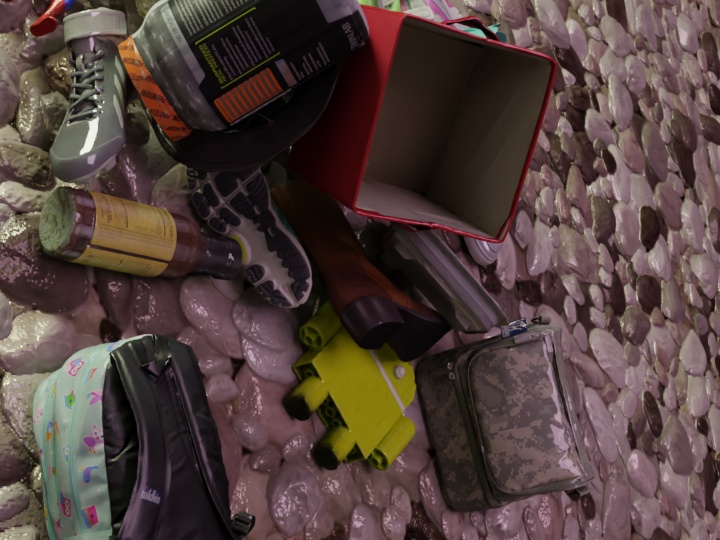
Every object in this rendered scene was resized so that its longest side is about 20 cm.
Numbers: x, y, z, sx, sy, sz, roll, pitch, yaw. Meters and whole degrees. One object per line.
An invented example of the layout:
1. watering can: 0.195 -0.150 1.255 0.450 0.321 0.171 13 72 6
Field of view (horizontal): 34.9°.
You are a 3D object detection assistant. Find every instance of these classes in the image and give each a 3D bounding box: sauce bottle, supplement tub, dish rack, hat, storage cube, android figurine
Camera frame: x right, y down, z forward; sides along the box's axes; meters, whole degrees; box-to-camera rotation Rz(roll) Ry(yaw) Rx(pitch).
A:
1. sauce bottle: -0.192 -0.025 1.031 0.198 0.064 0.066 16 64 -48
2. supplement tub: -0.101 -0.203 0.990 0.124 0.198 0.123 60 2 -4
3. dish rack: 0.081 0.009 1.260 0.043 0.200 0.172 -40 90 -6
4. hat: -0.098 -0.165 1.088 0.081 0.197 0.204 55 35 -60
5. storage cube: 0.053 -0.147 1.090 0.168 0.180 0.203 10 102 -26
6. android figurine: -0.001 0.117 1.225 0.200 0.041 0.184 -41 108 -47

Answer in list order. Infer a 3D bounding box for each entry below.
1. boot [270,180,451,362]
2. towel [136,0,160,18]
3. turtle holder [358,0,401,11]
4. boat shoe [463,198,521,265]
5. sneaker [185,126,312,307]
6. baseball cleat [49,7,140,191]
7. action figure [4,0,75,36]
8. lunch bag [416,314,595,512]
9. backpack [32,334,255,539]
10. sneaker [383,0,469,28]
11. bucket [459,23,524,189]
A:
1. boot: 0.000 0.000 1.232 0.187 0.069 0.201 7 44 -52
2. towel: -0.130 -0.321 1.044 0.197 0.036 0.151 -23 103 -15
3. turtle holder: -0.016 -0.230 1.231 0.141 0.129 0.189 -30 109 -82
4. boat shoe: 0.178 -0.104 1.497 0.072 0.068 0.203 36 51 -36
5. sneaker: -0.111 -0.053 1.146 0.202 0.077 0.080 63 6 -2
6. baseball cleat: -0.238 -0.160 0.991 0.201 0.069 0.108 -88 163 -53
7. action figure: -0.236 -0.301 1.058 0.066 0.098 0.201 52 40 -24
8. lunch bag: 0.176 0.165 1.316 0.138 0.166 0.204 -6 80 -50
9. backpack: -0.185 0.156 0.923 0.166 0.125 0.204 4 72 -61
10. sneaker: 0.066 -0.332 1.438 0.200 0.081 0.089 49 43 -25
11. bucket: 0.113 -0.179 1.348 0.207 0.132 0.211 -7 90 -75
